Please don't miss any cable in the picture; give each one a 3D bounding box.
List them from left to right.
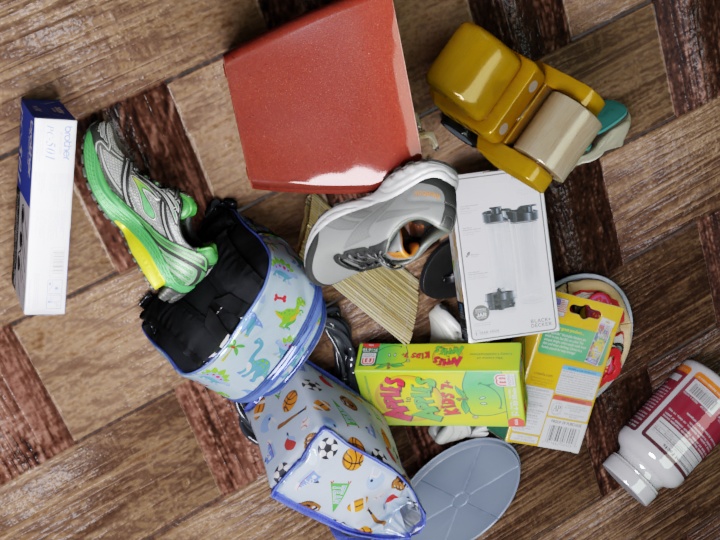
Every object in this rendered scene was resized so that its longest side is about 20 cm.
[{"bbox_3d":[-0.079,0.125,1.370,0.162,0.051,0.202,-15,119,-15],"label":"cable"}]

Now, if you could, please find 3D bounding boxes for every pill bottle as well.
[{"bbox_3d":[0.444,0.234,1.616,0.200,0.113,0.113,-46,121,-3],"label":"pill bottle"}]

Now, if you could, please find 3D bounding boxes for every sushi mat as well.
[{"bbox_3d":[0.000,0.000,1.343,0.012,0.096,0.200,-24,130,37],"label":"sushi mat"}]

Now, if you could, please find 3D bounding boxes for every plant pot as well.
[{"bbox_3d":[-0.046,-0.176,1.179,0.174,0.200,0.202,-12,101,-4],"label":"plant pot"}]

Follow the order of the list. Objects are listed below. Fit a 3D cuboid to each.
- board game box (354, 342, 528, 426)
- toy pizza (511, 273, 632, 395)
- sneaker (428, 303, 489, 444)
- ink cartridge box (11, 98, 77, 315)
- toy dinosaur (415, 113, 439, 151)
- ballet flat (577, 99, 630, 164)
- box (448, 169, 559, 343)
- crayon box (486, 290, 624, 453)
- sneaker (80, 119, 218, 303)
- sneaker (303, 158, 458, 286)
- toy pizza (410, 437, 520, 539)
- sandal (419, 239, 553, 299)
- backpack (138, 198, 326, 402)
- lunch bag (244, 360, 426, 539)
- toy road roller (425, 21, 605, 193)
[{"bbox_3d":[0.100,0.140,1.379,0.198,0.048,0.102,-1,133,14],"label":"board game box"},{"bbox_3d":[0.292,0.103,1.534,0.198,0.032,0.202,-9,113,-22],"label":"toy pizza"},{"bbox_3d":[0.111,0.139,1.450,0.080,0.075,0.202,-18,115,-9],"label":"sneaker"},{"bbox_3d":[-0.323,-0.065,1.151,0.044,0.094,0.202,0,109,-25],"label":"ink cartridge box"},{"bbox_3d":[0.034,-0.143,1.313,0.100,0.058,0.202,-23,117,-15],"label":"toy dinosaur"},{"bbox_3d":[0.265,-0.153,1.398,0.199,0.069,0.070,-24,119,-36],"label":"ballet flat"},{"bbox_3d":[0.169,-0.021,1.367,0.115,0.060,0.202,-8,92,-3],"label":"box"},{"bbox_3d":[0.252,0.127,1.460,0.125,0.051,0.202,13,97,-29],"label":"crayon box"},{"bbox_3d":[-0.217,-0.072,1.175,0.085,0.078,0.201,-33,93,10],"label":"sneaker"},{"bbox_3d":[0.015,-0.032,1.108,0.074,0.080,0.199,24,137,-36],"label":"sneaker"},{"bbox_3d":[0.128,0.300,1.526,0.198,0.032,0.202,-16,128,-21],"label":"toy pizza"},{"bbox_3d":[0.167,-0.007,1.433,0.198,0.045,0.076,-11,113,-22],"label":"sandal"},{"bbox_3d":[-0.125,0.047,1.225,0.147,0.200,0.184,35,91,-31],"label":"backpack"},{"bbox_3d":[-0.022,0.216,1.306,0.199,0.170,0.124,31,106,-31],"label":"lunch bag"},{"bbox_3d":[0.161,-0.194,1.275,0.123,0.200,0.146,-54,143,3],"label":"toy road roller"}]
